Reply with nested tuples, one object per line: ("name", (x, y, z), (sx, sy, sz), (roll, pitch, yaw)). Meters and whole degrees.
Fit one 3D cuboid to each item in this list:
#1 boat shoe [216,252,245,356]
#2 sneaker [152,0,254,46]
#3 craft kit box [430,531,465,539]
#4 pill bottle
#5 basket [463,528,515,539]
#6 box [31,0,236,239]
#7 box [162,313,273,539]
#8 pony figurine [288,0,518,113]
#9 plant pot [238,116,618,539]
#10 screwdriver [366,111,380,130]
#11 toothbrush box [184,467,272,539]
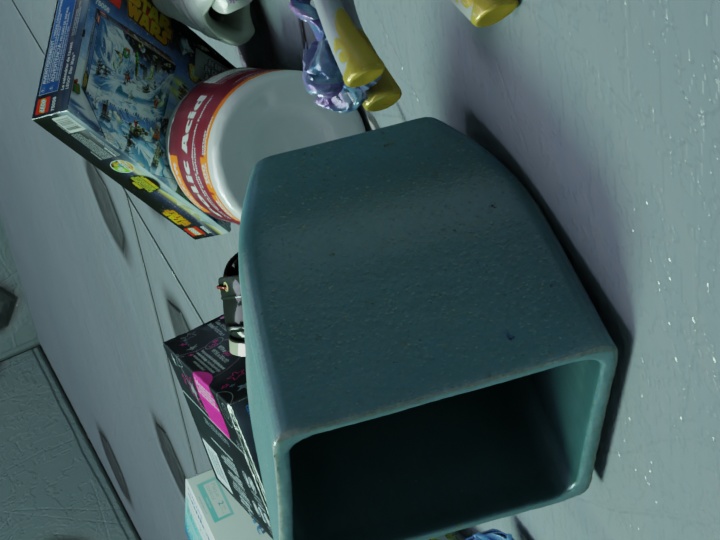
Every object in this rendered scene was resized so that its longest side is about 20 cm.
("boat shoe", (-0.062, 0.013, 1.759), (0.201, 0.073, 0.064), (-64, -32, -80))
("sneaker", (-0.112, -0.247, 1.758), (0.100, 0.075, 0.201), (39, 155, 31))
("craft kit box", (0.033, 0.288, 1.894), (0.200, 0.048, 0.199), (-147, 69, -68))
("pill bottle", (-0.074, -0.087, 1.728), (0.115, 0.114, 0.200), (70, 167, -10))
("basket", (0.076, 0.248, 1.628), (0.176, 0.139, 0.201), (52, 170, 51))
("box", (-0.161, -0.129, 1.835), (0.200, 0.040, 0.138), (39, -129, -45))
("box", (-0.054, 0.110, 1.833), (0.133, 0.114, 0.200), (70, 168, -17))
("pony figurine", (-0.020, -0.192, 1.325), (0.193, 0.166, 0.201), (-35, 72, 44))
("plant pot", (0.019, 0.030, 1.415), (0.196, 0.195, 0.201), (90, 163, -60))
("screwdriver", (0.051, -0.015, 1.546), (0.029, 0.028, 0.201), (-28, 82, 46))
("toothbrush box", (-0.130, 0.308, 2.694), (0.147, 0.085, 0.200), (63, 165, 18))
